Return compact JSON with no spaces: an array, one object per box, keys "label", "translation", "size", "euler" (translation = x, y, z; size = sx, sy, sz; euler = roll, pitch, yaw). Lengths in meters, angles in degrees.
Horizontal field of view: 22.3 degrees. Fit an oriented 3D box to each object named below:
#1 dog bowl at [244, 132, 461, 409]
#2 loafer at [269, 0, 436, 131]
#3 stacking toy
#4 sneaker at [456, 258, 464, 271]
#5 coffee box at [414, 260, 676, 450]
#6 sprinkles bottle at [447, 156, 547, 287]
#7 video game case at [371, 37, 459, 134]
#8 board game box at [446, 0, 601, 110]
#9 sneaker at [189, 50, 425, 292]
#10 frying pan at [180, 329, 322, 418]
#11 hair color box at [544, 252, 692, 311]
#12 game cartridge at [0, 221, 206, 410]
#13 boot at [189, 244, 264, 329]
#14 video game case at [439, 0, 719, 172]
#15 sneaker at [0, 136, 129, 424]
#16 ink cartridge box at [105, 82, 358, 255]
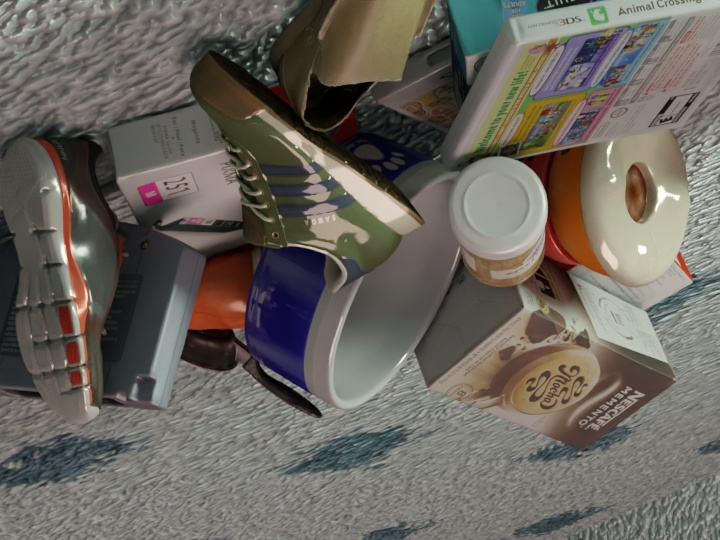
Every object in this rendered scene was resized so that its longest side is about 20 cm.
[{"label":"dog bowl","translation":[0.000,0.000,1.381],"size":[0.200,0.079,0.200],"euler":[-50,157,-31]},{"label":"loafer","translation":[0.006,-0.151,1.130],"size":[0.076,0.067,0.200],"euler":[-8,161,-25]},{"label":"stacking toy","translation":[0.149,-0.057,1.469],"size":[0.200,0.146,0.146],"euler":[-2,174,39]},{"label":"sneaker","translation":[0.003,-0.003,1.569],"size":[0.200,0.082,0.078],"euler":[-5,162,22]},{"label":"coffee box","translation":[0.150,0.064,1.507],"size":[0.200,0.080,0.113],"euler":[24,126,-40]},{"label":"sprinkles bottle","translation":[0.100,-0.032,1.318],"size":[0.068,0.068,0.200],"euler":[-18,172,3]},{"label":"video game case","translation":[0.131,-0.146,1.331],"size":[0.182,0.023,0.200],"euler":[-25,161,25]},{"label":"board game box","translation":[0.161,-0.157,1.217],"size":[0.200,0.047,0.151],"euler":[-16,162,0]},{"label":"sneaker","translation":[-0.053,-0.055,1.216],"size":[0.200,0.067,0.090],"euler":[36,103,-32]},{"label":"frying pan","translation":[-0.120,0.067,1.529],"size":[0.031,0.190,0.115],"euler":[-58,166,17]},{"label":"hair color box","translation":[0.169,0.015,1.570],"size":[0.200,0.064,0.111],"euler":[-32,141,16]},{"label":"game cartridge","translation":[-0.198,0.030,1.325],"size":[0.200,0.133,0.040],"euler":[2,165,40]},{"label":"boot","translation":[-0.118,0.015,1.485],"size":[0.107,0.075,0.200],"euler":[-10,177,-5]},{"label":"video game case","translation":[0.157,-0.127,1.190],"size":[0.182,0.022,0.200],"euler":[-12,163,-14]},{"label":"sneaker","translation":[-0.186,0.004,1.244],"size":[0.082,0.200,0.077],"euler":[-15,-165,-42]},{"label":"ink cartridge box","translation":[-0.082,-0.072,1.334],"size":[0.174,0.044,0.200],"euler":[-15,162,-1]}]
